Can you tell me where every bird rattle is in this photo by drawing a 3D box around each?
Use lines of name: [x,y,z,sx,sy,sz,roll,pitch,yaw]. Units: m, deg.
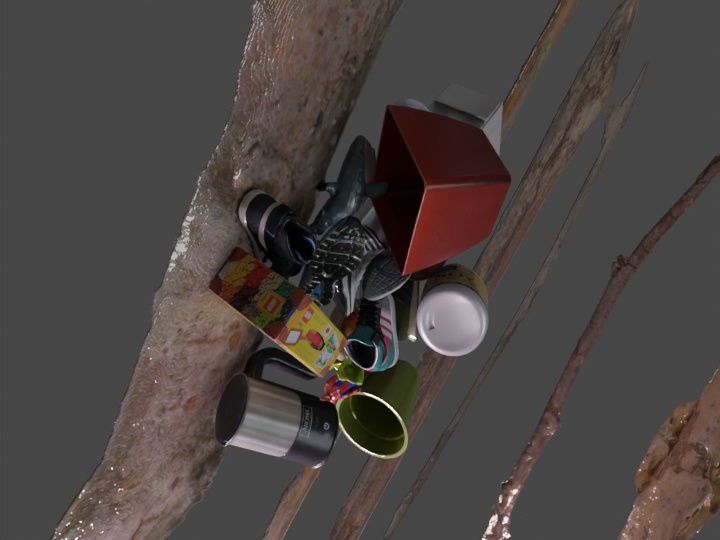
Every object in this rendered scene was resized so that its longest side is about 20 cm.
bird rattle: [-0.009,0.130,1.230,0.201,0.111,0.165,-52,136,-22]

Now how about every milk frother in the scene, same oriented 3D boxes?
milk frother: [-0.168,0.259,1.045,0.185,0.184,0.200,25,129,-29]

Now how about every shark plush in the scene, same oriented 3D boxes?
shark plush: [-0.044,-0.129,0.989,0.199,0.091,0.083,-42,134,8]

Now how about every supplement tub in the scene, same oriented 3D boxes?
supplement tub: [0.195,0.073,1.226,0.200,0.142,0.149,-57,168,-70]

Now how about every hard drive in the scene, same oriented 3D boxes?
hard drive: [0.046,-0.113,1.163,0.201,0.026,0.133,-53,152,-17]

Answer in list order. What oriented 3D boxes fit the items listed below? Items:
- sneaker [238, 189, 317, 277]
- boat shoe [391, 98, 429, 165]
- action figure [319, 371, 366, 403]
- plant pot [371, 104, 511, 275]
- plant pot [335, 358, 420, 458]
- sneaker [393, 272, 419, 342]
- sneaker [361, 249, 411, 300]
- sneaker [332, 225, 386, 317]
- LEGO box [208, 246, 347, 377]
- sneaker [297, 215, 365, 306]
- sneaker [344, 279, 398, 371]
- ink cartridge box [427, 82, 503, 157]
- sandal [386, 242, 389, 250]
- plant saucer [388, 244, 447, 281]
sneaker: [-0.106,-0.027,0.882,0.074,0.111,0.201,-50,152,-15]
boat shoe: [0.105,-0.227,1.073,0.201,0.070,0.070,54,34,-57]
action figure: [-0.025,0.253,1.362,0.198,0.051,0.067,-30,120,-43]
plant pot: [0.136,-0.141,0.993,0.171,0.203,0.203,-7,140,-17]
plant pot: [0.066,0.327,1.478,0.190,0.196,0.204,-46,152,-49]
sneaker: [0.081,0.048,1.247,0.067,0.087,0.206,72,21,-70]
sneaker: [0.072,-0.008,1.084,0.200,0.074,0.088,-43,163,-30]
sneaker: [0.000,0.000,1.097,0.113,0.076,0.203,-24,143,-20]
LEGO box: [-0.121,0.070,0.908,0.078,0.147,0.201,-53,153,-11]
sneaker: [-0.056,-0.028,0.955,0.076,0.092,0.201,14,141,-22]
sneaker: [0.012,0.107,1.158,0.120,0.082,0.206,-18,98,-58]
ink cartridge box: [0.200,-0.261,1.175,0.126,0.127,0.202,-49,151,-25]
sandal: [0.079,-0.054,1.244,0.057,0.079,0.204,41,76,-37]
plant saucer: [0.120,-0.083,1.193,0.197,0.036,0.207,-12,108,-38]
